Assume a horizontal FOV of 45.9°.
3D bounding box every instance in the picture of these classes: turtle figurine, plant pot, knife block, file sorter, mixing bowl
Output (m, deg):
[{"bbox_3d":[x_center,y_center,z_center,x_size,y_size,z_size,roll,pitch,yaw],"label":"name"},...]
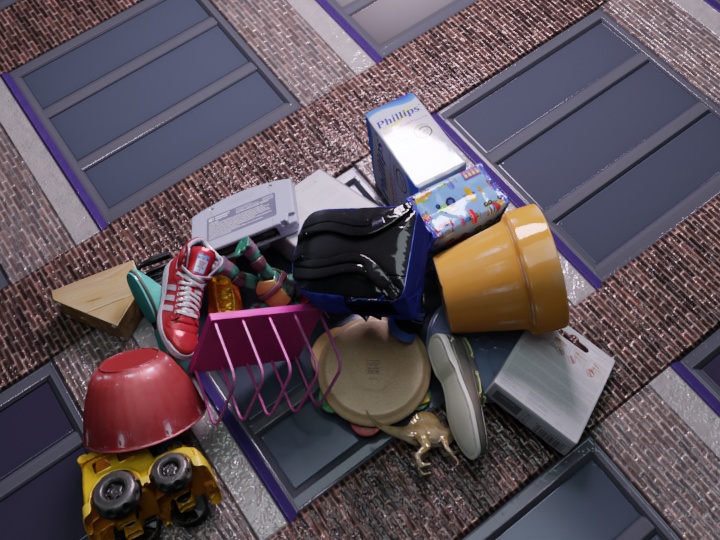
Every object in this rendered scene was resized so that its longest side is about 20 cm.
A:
[{"bbox_3d":[-0.154,0.039,1.454,0.150,0.200,0.101,-43,21,9],"label":"turtle figurine"},{"bbox_3d":[0.216,0.017,1.362,0.180,0.201,0.203,-15,60,3],"label":"plant pot"},{"bbox_3d":[-0.420,0.025,1.516,0.197,0.064,0.178,19,63,14],"label":"knife block"},{"bbox_3d":[-0.146,0.150,1.337,0.197,0.140,0.127,-4,52,-32],"label":"file sorter"},{"bbox_3d":[-0.349,0.190,1.329,0.196,0.111,0.200,-10,15,3],"label":"mixing bowl"}]

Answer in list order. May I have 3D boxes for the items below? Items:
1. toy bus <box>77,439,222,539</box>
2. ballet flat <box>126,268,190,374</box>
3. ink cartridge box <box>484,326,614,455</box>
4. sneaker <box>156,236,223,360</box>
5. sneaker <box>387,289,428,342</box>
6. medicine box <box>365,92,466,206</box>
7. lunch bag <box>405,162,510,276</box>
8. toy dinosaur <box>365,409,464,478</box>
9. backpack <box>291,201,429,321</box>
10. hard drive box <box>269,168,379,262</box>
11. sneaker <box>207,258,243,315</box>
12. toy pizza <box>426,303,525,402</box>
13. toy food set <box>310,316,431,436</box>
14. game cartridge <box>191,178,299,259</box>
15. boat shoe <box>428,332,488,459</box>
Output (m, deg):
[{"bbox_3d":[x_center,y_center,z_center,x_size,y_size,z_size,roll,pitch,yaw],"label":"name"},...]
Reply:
[{"bbox_3d":[-0.336,0.311,1.324,0.197,0.137,0.193,-21,45,-11],"label":"toy bus"},{"bbox_3d":[-0.327,0.081,1.442,0.070,0.067,0.203,-27,99,-32],"label":"ballet flat"},{"bbox_3d":[0.312,0.175,1.389,0.159,0.048,0.200,36,49,7],"label":"ink cartridge box"},{"bbox_3d":[-0.273,0.037,1.373,0.070,0.112,0.203,20,42,-34],"label":"sneaker"},{"bbox_3d":[0.068,0.028,1.448,0.069,0.079,0.201,11,35,-29],"label":"sneaker"},{"bbox_3d":[0.101,-0.174,1.518,0.101,0.184,0.201,-25,55,-10],"label":"medicine box"},{"bbox_3d":[0.154,-0.063,1.451,0.149,0.201,0.095,-26,63,-16],"label":"lunch bag"},{"bbox_3d":[0.098,0.270,1.348,0.196,0.059,0.103,3,55,-19],"label":"toy dinosaur"},{"bbox_3d":[0.000,0.000,1.325,0.196,0.168,0.165,3,64,19],"label":"backpack"},{"bbox_3d":[-0.068,-0.078,1.505,0.155,0.078,0.199,-36,41,-15],"label":"hard drive box"},{"bbox_3d":[-0.242,0.047,1.486,0.071,0.078,0.203,-12,62,-6],"label":"sneaker"},{"bbox_3d":[0.207,0.128,1.434,0.196,0.032,0.204,2,63,-3],"label":"toy pizza"},{"bbox_3d":[0.020,0.171,1.415,0.196,0.049,0.201,-14,61,-6],"label":"toy food set"},{"bbox_3d":[-0.203,-0.088,1.496,0.197,0.042,0.134,-20,38,8],"label":"game cartridge"},{"bbox_3d":[0.166,0.193,1.341,0.059,0.072,0.205,-3,64,-29],"label":"boat shoe"}]
